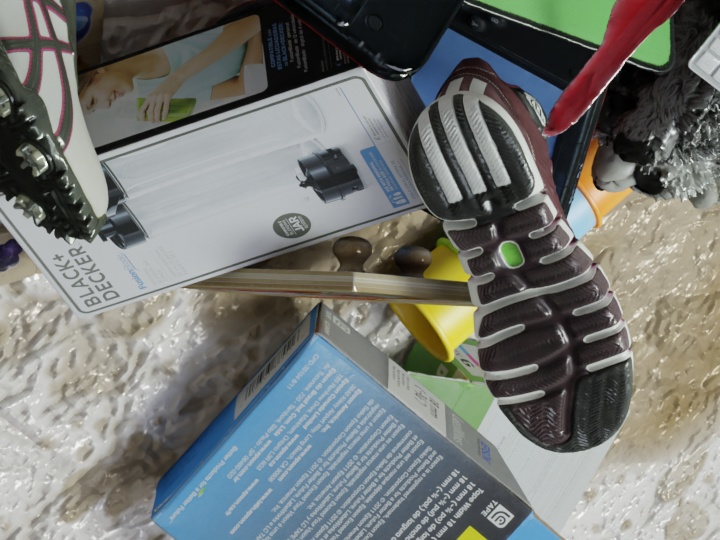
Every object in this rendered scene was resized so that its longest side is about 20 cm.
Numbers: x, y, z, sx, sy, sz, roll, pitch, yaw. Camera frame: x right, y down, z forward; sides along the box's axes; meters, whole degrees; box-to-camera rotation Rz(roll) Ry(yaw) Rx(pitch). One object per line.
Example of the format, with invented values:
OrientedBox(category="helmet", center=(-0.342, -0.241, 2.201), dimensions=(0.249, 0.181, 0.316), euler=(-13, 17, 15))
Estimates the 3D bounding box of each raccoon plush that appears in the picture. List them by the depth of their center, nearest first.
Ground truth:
OrientedBox(category="raccoon plush", center=(0.202, -0.098, 1.571), dimensions=(0.200, 0.097, 0.134), euler=(-20, 156, 23))

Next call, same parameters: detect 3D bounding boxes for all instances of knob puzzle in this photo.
OrientedBox(category="knob puzzle", center=(0.000, 0.000, 1.566), dimensions=(0.219, 0.219, 0.031), euler=(5, 87, -43))

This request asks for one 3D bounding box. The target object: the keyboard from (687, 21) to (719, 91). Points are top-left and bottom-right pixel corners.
OrientedBox(category="keyboard", center=(0.258, -0.067, 1.506), dimensions=(0.200, 0.011, 0.056), euler=(36, 100, -12))

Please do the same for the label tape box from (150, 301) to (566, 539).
OrientedBox(category="label tape box", center=(0.005, 0.139, 1.670), dimensions=(0.200, 0.063, 0.144), euler=(40, 102, -10))

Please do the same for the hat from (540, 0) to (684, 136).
OrientedBox(category="hat", center=(0.205, -0.158, 1.437), dimensions=(0.200, 0.176, 0.166), euler=(-19, 158, 36))

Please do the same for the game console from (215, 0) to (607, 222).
OrientedBox(category="game console", center=(0.018, -0.064, 1.534), dimensions=(0.119, 0.172, 0.200), euler=(-53, 166, -32))

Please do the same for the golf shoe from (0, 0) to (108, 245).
OrientedBox(category="golf shoe", center=(-0.153, -0.108, 1.367), dimensions=(0.088, 0.077, 0.200), euler=(-36, 112, -28))

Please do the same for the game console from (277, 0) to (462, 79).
OrientedBox(category="game console", center=(0.000, -0.217, 1.331), dimensions=(0.173, 0.200, 0.119), euler=(-59, -169, -29))

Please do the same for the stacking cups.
OrientedBox(category="stacking cups", center=(0.103, -0.034, 1.721), dimensions=(0.200, 0.060, 0.061), euler=(-41, 140, -14))

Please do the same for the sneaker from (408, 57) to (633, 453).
OrientedBox(category="sneaker", center=(0.087, -0.018, 1.473), dimensions=(0.076, 0.116, 0.200), euler=(-13, 116, 15))

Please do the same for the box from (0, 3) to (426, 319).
OrientedBox(category="box", center=(-0.073, -0.056, 1.458), dimensions=(0.200, 0.060, 0.117), euler=(-17, 142, 12))

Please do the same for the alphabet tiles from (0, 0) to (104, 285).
OrientedBox(category="alphabet tiles", center=(-0.201, -0.066, 1.461), dimensions=(0.167, 0.008, 0.200), euler=(-18, 132, -29))

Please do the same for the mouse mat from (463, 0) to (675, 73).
OrientedBox(category="mouse mat", center=(0.096, -0.205, 1.474), dimensions=(0.161, 0.200, 0.008), euler=(17, 156, -34))

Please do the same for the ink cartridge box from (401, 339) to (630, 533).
OrientedBox(category="ink cartridge box", center=(0.058, 0.099, 1.780), dimensions=(0.200, 0.059, 0.104), euler=(11, 115, -45))
